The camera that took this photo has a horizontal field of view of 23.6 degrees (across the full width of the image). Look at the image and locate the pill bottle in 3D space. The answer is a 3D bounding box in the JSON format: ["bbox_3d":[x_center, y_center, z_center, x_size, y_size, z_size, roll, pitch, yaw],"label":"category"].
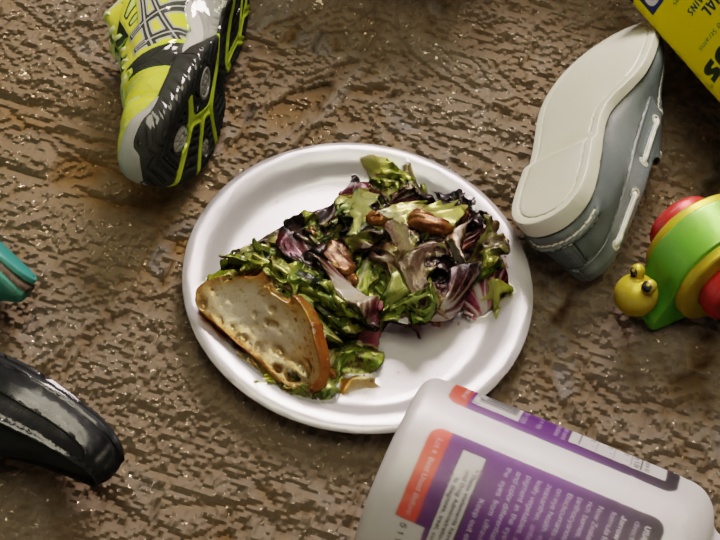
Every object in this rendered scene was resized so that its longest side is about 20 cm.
[{"bbox_3d":[0.104,0.139,0.843,0.200,0.111,0.111,22,55,9],"label":"pill bottle"}]

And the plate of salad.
[{"bbox_3d":[0.000,0.000,0.968,0.200,0.048,0.200,3,54,-4],"label":"plate of salad"}]

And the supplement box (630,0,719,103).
[{"bbox_3d":[0.272,-0.142,1.032,0.109,0.109,0.200,1,44,-42],"label":"supplement box"}]

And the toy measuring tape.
[{"bbox_3d":[0.232,-0.022,0.996,0.200,0.074,0.074,-21,60,-20],"label":"toy measuring tape"}]

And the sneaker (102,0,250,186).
[{"bbox_3d":[-0.119,-0.123,1.034,0.076,0.075,0.200,6,44,7],"label":"sneaker"}]

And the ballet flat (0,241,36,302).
[{"bbox_3d":[-0.260,-0.032,0.960,0.070,0.067,0.200,-44,67,-4],"label":"ballet flat"}]

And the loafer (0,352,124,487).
[{"bbox_3d":[-0.216,0.072,0.884,0.200,0.068,0.070,21,63,14],"label":"loafer"}]

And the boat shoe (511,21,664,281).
[{"bbox_3d":[0.148,-0.075,1.043,0.062,0.073,0.200,50,44,-24],"label":"boat shoe"}]
